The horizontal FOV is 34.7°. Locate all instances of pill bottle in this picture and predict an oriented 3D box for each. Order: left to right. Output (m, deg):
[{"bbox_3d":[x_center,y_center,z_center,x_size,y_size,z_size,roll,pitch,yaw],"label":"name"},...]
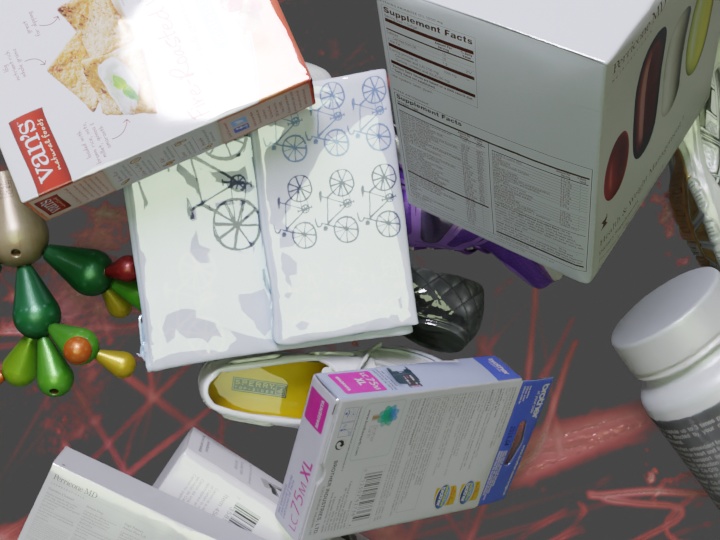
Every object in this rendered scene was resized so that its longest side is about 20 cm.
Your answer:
[{"bbox_3d":[0.282,0.104,0.860,0.113,0.113,0.200,-38,97,-1],"label":"pill bottle"}]

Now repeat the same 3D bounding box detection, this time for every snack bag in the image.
[{"bbox_3d":[-0.067,-0.034,0.799,0.199,0.021,0.190,-8,98,-7],"label":"snack bag"}]

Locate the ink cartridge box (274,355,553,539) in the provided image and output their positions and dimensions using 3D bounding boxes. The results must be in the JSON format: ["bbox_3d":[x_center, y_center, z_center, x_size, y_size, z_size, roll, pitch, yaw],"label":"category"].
[{"bbox_3d":[0.041,0.124,0.829,0.199,0.042,0.120,-1,118,-35],"label":"ink cartridge box"}]

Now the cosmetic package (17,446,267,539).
[{"bbox_3d":[-0.129,0.201,0.779,0.199,0.051,0.083,27,96,-5],"label":"cosmetic package"}]

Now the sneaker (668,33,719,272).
[{"bbox_3d":[0.273,-0.083,0.863,0.087,0.076,0.201,-22,97,-3],"label":"sneaker"}]

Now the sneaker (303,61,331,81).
[{"bbox_3d":[-0.119,-0.140,0.826,0.199,0.072,0.073,19,96,-4],"label":"sneaker"}]

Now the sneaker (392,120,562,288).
[{"bbox_3d":[0.059,-0.042,0.859,0.199,0.081,0.084,31,106,3],"label":"sneaker"}]

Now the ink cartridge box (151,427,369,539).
[{"bbox_3d":[-0.083,0.235,0.852,0.200,0.083,0.147,34,91,-6],"label":"ink cartridge box"}]

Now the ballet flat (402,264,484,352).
[{"bbox_3d":[0.000,0.000,0.864,0.199,0.067,0.057,27,55,-8],"label":"ballet flat"}]

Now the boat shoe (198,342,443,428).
[{"bbox_3d":[-0.019,0.089,0.845,0.201,0.086,0.075,7,94,-6],"label":"boat shoe"}]

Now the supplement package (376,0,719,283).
[{"bbox_3d":[0.128,-0.142,0.725,0.147,0.200,0.192,25,63,24],"label":"supplement package"}]

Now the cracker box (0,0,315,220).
[{"bbox_3d":[-0.145,-0.136,0.751,0.199,0.058,0.135,-24,81,-2],"label":"cracker box"}]

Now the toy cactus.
[{"bbox_3d":[-0.243,0.011,0.824,0.199,0.102,0.166,-14,86,5],"label":"toy cactus"}]
